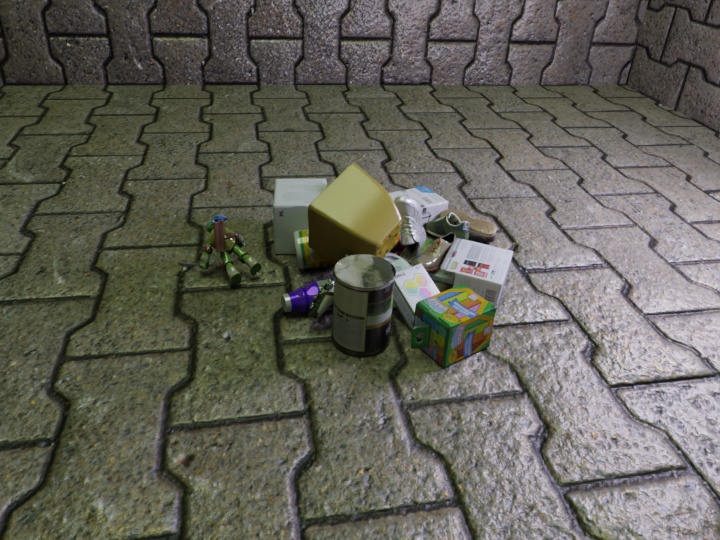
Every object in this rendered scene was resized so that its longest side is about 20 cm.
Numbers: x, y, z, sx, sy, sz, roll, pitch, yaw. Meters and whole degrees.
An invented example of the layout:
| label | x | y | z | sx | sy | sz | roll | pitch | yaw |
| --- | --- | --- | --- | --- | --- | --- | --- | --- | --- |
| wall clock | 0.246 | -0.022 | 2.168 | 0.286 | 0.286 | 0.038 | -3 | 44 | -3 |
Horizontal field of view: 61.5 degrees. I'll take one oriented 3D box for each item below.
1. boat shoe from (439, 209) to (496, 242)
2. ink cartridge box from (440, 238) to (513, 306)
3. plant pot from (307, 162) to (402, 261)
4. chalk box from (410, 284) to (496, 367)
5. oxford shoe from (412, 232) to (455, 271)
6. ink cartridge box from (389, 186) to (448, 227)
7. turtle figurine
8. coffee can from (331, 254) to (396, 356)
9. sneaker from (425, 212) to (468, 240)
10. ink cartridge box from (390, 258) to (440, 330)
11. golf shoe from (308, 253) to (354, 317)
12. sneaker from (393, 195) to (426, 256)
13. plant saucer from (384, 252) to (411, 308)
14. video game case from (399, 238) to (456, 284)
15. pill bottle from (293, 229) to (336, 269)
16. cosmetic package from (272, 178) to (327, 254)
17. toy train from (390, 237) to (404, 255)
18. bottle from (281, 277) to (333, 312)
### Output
| label | x | y | z | sx | sy | sz | roll | pitch | yaw |
| --- | --- | --- | --- | --- | --- | --- | --- | --- | --- |
| boat shoe | 0.347 | -0.141 | 1.966 | 0.199 | 0.065 | 0.072 | 21 | 54 | 28 |
| ink cartridge box | 0.325 | 0.002 | 1.716 | 0.175 | 0.084 | 0.200 | 16 | 34 | 16 |
| plant pot | -0.003 | -0.122 | 1.606 | 0.200 | 0.196 | 0.194 | 34 | 63 | 16 |
| chalk box | 0.208 | 0.138 | 1.456 | 0.199 | 0.125 | 0.124 | -20 | 39 | -30 |
| oxford shoe | 0.215 | -0.056 | 1.760 | 0.070 | 0.075 | 0.200 | 23 | 34 | 26 |
| ink cartridge box | 0.171 | -0.206 | 2.032 | 0.199 | 0.085 | 0.146 | -15 | 36 | -25 |
| turtle figurine | -0.380 | -0.038 | 1.725 | 0.194 | 0.200 | 0.144 | 48 | 27 | 23 |
| coffee can | 0.005 | 0.083 | 1.449 | 0.146 | 0.201 | 0.147 | 2 | 33 | -1 |
| sneaker | 0.280 | -0.143 | 1.914 | 0.067 | 0.090 | 0.200 | -3 | 22 | -28 |
| ink cartridge box | 0.132 | 0.047 | 1.569 | 0.103 | 0.059 | 0.200 | -19 | 69 | -31 |
| golf shoe | -0.052 | 0.050 | 1.527 | 0.088 | 0.077 | 0.200 | 41 | 64 | -9 |
| sneaker | 0.143 | -0.124 | 1.766 | 0.078 | 0.200 | 0.100 | -8 | 41 | 24 |
| plant saucer | 0.081 | 0.010 | 1.651 | 0.199 | 0.050 | 0.201 | 15 | 44 | -15 |
| video game case | 0.215 | -0.035 | 1.826 | 0.181 | 0.023 | 0.200 | 14 | 35 | 16 |
| pill bottle | -0.088 | -0.072 | 1.750 | 0.199 | 0.113 | 0.113 | -9 | 33 | -6 |
| cosmetic package | -0.182 | -0.170 | 1.865 | 0.166 | 0.167 | 0.200 | 0 | 32 | -5 |
| toy train | 0.102 | -0.120 | 1.859 | 0.084 | 0.116 | 0.200 | 14 | 34 | 16 |
| bottle | -0.106 | 0.068 | 1.580 | 0.199 | 0.065 | 0.084 | -12 | 65 | -21 |
